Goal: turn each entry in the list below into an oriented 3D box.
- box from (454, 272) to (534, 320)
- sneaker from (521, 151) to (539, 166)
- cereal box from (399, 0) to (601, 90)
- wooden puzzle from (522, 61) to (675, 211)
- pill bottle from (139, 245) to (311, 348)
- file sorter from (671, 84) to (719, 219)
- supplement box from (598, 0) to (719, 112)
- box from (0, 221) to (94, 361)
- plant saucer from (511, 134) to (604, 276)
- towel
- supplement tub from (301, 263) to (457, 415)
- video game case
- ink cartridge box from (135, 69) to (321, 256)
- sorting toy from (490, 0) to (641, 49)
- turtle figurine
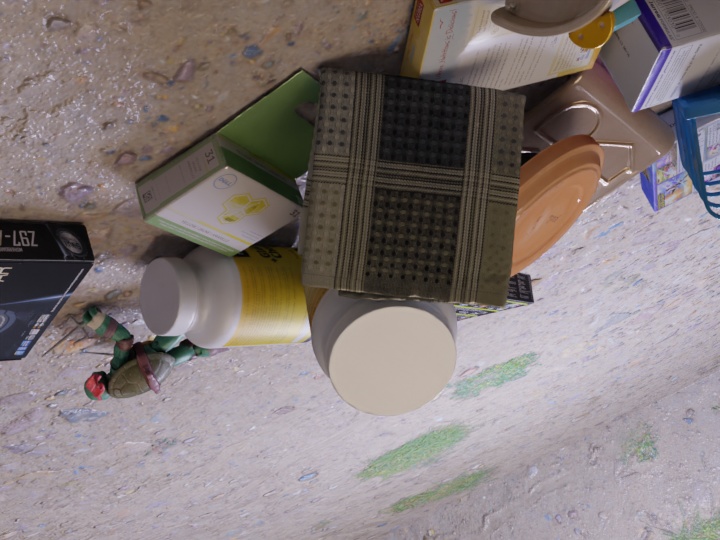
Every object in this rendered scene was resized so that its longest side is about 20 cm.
[{"bbox_3d":[0.120,0.033,1.338,0.159,0.045,0.199,-17,164,37],"label":"box"},{"bbox_3d":[0.112,-0.057,1.044,0.200,0.071,0.099,-46,153,23],"label":"sneaker"},{"bbox_3d":[0.138,-0.220,0.887,0.199,0.040,0.144,-15,155,-14],"label":"cereal box"},{"bbox_3d":[0.228,-0.134,1.103,0.185,0.047,0.200,26,124,-39],"label":"wooden puzzle"},{"bbox_3d":[-0.135,0.028,1.074,0.199,0.113,0.112,1,147,-43],"label":"pill bottle"},{"bbox_3d":[0.402,-0.143,1.008,0.138,0.124,0.200,-11,-164,15],"label":"file sorter"},{"bbox_3d":[0.337,-0.244,0.938,0.199,0.102,0.104,-18,157,-10],"label":"supplement box"},{"bbox_3d":[-0.370,0.025,0.942,0.159,0.044,0.200,0,147,-43],"label":"box"},{"bbox_3d":[0.180,-0.055,1.020,0.200,0.032,0.201,-35,157,-17],"label":"plant saucer"},{"bbox_3d":[0.045,-0.070,0.871,0.191,0.202,0.035,7,179,-3],"label":"towel"},{"bbox_3d":[0.017,0.037,0.983,0.143,0.200,0.145,-3,119,-6],"label":"supplement tub"},{"bbox_3d":[0.452,-0.169,1.268,0.180,0.046,0.200,-28,156,7],"label":"video game case"},{"bbox_3d":[-0.094,-0.094,0.938,0.199,0.048,0.145,-29,155,19],"label":"ink cartridge box"},{"bbox_3d":[0.226,-0.269,0.770,0.179,0.107,0.201,-23,149,-39],"label":"sorting toy"},{"bbox_3d":[-0.256,0.097,1.140,0.199,0.101,0.150,-24,157,-13],"label":"turtle figurine"}]
